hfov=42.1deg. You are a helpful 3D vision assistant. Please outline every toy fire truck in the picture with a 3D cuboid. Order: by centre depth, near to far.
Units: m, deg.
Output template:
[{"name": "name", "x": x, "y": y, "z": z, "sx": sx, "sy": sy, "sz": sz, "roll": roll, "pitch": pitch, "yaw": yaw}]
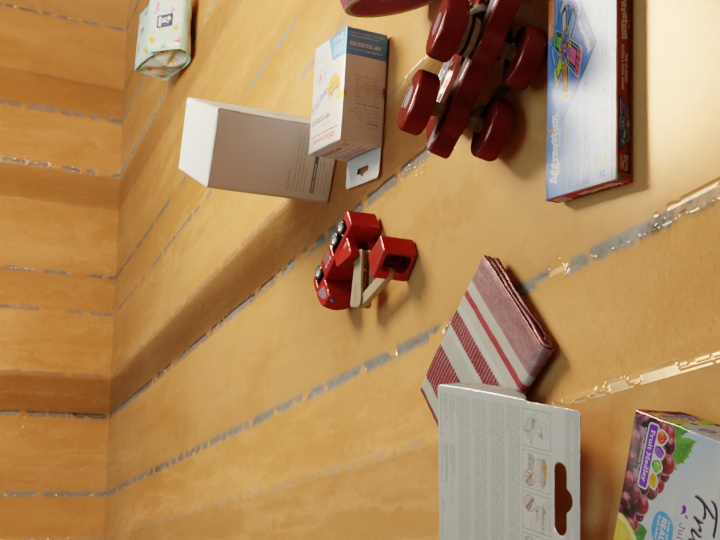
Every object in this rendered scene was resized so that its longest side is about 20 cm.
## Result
[{"name": "toy fire truck", "x": 0.115, "y": -0.225, "z": 1.007, "sx": 0.169, "sy": 0.111, "sz": 0.202, "roll": -89, "pitch": 19, "yaw": -59}, {"name": "toy fire truck", "x": 0.000, "y": 0.000, "z": 1.250, "sx": 0.142, "sy": 0.048, "sz": 0.201, "roll": -108, "pitch": 34, "yaw": -40}]

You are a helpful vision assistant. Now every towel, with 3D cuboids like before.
[{"name": "towel", "x": 0.128, "y": 0.105, "z": 0.984, "sx": 0.145, "sy": 0.022, "sz": 0.201, "roll": -115, "pitch": 38, "yaw": -45}]

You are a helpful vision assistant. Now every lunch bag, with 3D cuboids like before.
[{"name": "lunch bag", "x": -0.486, "y": -0.598, "z": 2.360, "sx": 0.199, "sy": 0.121, "sz": 0.173, "roll": -18, "pitch": 65, "yaw": 54}]

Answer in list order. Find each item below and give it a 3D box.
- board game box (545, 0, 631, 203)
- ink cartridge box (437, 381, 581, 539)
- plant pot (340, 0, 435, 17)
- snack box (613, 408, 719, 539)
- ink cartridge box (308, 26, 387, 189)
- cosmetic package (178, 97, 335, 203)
[{"name": "board game box", "x": 0.211, "y": -0.171, "z": 0.871, "sx": 0.103, "sy": 0.019, "sz": 0.203, "roll": -13, "pitch": 73, "yaw": 62}, {"name": "ink cartridge box", "x": 0.148, "y": 0.197, "z": 0.882, "sx": 0.199, "sy": 0.057, "sz": 0.165, "roll": 0, "pitch": 91, "yaw": 53}, {"name": "plant pot", "x": 0.026, "y": -0.419, "z": 1.153, "sx": 0.199, "sy": 0.198, "sz": 0.181, "roll": -7, "pitch": 94, "yaw": 64}, {"name": "snack box", "x": 0.244, "y": 0.216, "z": 0.669, "sx": 0.142, "sy": 0.052, "sz": 0.203, "roll": 15, "pitch": 98, "yaw": 63}, {"name": "ink cartridge box", "x": -0.020, "y": -0.226, "z": 1.323, "sx": 0.115, "sy": 0.067, "sz": 0.203, "roll": 169, "pitch": 106, "yaw": -64}, {"name": "cosmetic package", "x": -0.165, "y": -0.191, "z": 1.472, "sx": 0.199, "sy": 0.198, "sz": 0.125, "roll": -148, "pitch": 67, "yaw": -63}]
